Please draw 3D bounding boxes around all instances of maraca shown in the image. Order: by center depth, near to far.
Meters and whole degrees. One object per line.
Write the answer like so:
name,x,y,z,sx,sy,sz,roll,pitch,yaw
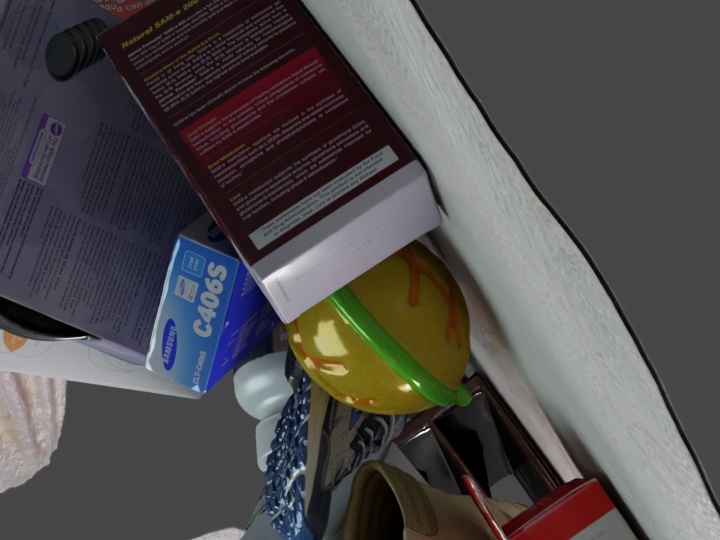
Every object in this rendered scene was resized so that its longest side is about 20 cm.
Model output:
maraca,0.016,0.034,1.068,0.137,0.107,0.200,53,-174,18

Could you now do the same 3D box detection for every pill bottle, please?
pill bottle,-0.041,0.049,1.275,0.111,0.111,0.200,65,-162,-64

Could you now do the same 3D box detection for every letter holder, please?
letter holder,0.102,0.192,1.288,0.142,0.100,0.200,53,174,27

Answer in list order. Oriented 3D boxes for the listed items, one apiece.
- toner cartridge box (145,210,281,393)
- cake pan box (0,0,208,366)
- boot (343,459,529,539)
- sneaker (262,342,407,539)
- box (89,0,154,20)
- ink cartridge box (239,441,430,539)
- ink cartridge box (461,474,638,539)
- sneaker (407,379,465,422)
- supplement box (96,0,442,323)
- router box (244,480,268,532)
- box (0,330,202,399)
toner cartridge box,-0.063,-0.008,1.068,0.043,0.095,0.200,22,-154,12
cake pan box,-0.170,-0.055,1.034,0.184,0.200,0.052,24,165,-33
boot,0.064,0.220,1.059,0.155,0.073,0.200,25,-136,-39
sneaker,-0.007,0.096,1.125,0.077,0.085,0.200,123,163,-48
box,-0.150,-0.172,1.185,0.200,0.094,0.103,97,176,-78
ink cartridge box,0.010,0.254,1.163,0.200,0.147,0.146,51,-147,-10
ink cartridge box,0.142,0.190,1.016,0.200,0.067,0.116,56,177,6
sneaker,0.043,0.092,1.390,0.200,0.071,0.073,59,175,-27
supplement box,-0.053,-0.081,0.960,0.200,0.109,0.061,55,175,28
router box,-0.010,0.208,1.353,0.149,0.051,0.200,43,-170,-4
box,-0.188,-0.014,1.170,0.200,0.153,0.106,11,-151,-22
